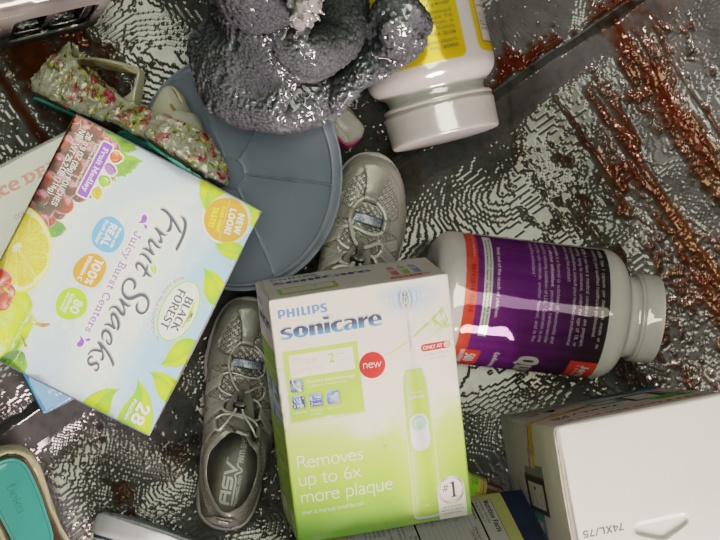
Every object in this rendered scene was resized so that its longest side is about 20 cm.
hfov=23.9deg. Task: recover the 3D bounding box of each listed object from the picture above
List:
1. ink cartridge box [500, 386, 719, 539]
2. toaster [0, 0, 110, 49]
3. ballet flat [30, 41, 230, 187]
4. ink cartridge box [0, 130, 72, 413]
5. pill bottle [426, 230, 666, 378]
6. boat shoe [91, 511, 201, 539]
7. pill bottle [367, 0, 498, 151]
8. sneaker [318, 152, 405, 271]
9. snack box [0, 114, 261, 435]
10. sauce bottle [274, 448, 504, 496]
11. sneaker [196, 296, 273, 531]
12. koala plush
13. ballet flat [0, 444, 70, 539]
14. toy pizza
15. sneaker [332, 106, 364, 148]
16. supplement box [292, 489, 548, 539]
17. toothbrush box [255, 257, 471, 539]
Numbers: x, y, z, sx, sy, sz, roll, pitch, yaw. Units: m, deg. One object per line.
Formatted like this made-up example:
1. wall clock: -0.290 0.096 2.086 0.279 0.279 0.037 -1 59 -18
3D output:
1. ink cartridge box: 0.217 0.182 1.417 0.146 0.200 0.147 -10 89 -8
2. toaster: -0.307 -0.247 1.380 0.180 0.200 0.119 -15 92 -16
3. ballet flat: -0.186 -0.134 1.415 0.199 0.076 0.064 27 88 15
4. ink cartridge box: -0.247 -0.002 1.421 0.144 0.085 0.201 -28 90 -8
5. pill bottle: 0.154 0.031 1.459 0.199 0.112 0.113 7 87 -7
6. boat shoe: -0.136 0.261 1.431 0.199 0.072 0.062 23 82 -9
7. pill bottle: 0.050 -0.210 1.455 0.114 0.114 0.201 -13 89 -8
8. sneaker: 0.000 0.000 1.443 0.074 0.082 0.201 11 90 -9
9. snack box: -0.196 0.005 1.351 0.168 0.068 0.201 28 85 -7
10. sauce bottle: 0.025 0.179 1.459 0.199 0.065 0.065 22 85 -8
11. sneaker: -0.096 0.122 1.436 0.074 0.082 0.201 4 87 -7
12. koala plush: -0.065 -0.214 1.307 0.184 0.200 0.177 -45 71 -9
13. ballet flat: -0.267 0.239 1.420 0.069 0.069 0.201 -15 95 -8
14. toy pizza: -0.102 -0.083 1.438 0.199 0.032 0.201 3 97 24
15. sneaker: -0.044 -0.200 1.458 0.088 0.081 0.201 -30 93 -6
16. supplement box: 0.057 0.307 1.391 0.199 0.134 0.201 -7 113 -8
17. toothbrush box: 0.002 0.102 1.366 0.145 0.086 0.201 -8 100 -9
